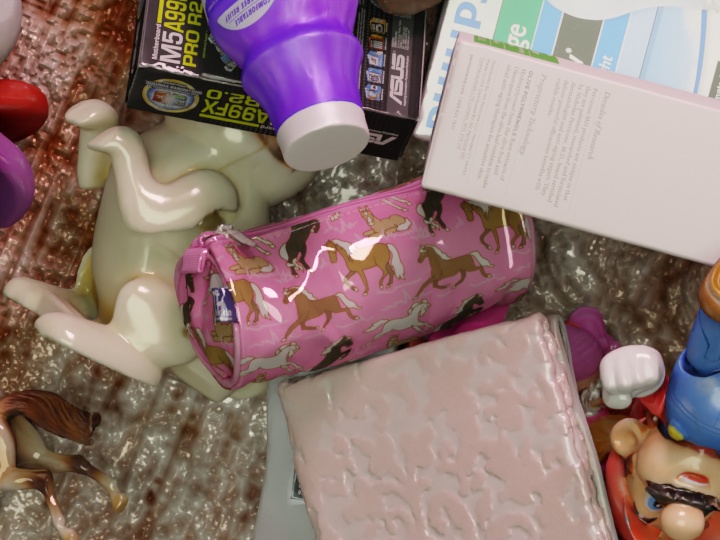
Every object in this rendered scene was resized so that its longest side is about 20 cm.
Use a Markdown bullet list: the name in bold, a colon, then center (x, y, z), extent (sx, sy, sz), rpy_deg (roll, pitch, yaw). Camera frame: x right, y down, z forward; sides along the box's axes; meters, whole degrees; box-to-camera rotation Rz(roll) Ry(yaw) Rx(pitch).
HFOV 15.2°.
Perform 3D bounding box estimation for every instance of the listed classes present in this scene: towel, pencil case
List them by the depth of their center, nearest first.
- **towel**: center (0.053, 0.137, 1.484), extent (0.190, 0.032, 0.201), rpy_deg (-17, 85, 34)
- **pencil case**: center (0.000, 0.000, 1.492), extent (0.199, 0.087, 0.083), rpy_deg (-16, 59, -20)

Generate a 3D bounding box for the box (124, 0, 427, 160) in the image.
- **box**: center (-0.042, -0.169, 1.519), extent (0.159, 0.044, 0.201), rpy_deg (10, 58, -10)

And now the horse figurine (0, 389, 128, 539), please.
- **horse figurine**: center (-0.224, 0.143, 1.598), extent (0.132, 0.050, 0.200), rpy_deg (40, 102, 17)

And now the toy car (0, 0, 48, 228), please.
- **toy car**: center (-0.251, -0.080, 1.544), extent (0.150, 0.175, 0.201), rpy_deg (32, 54, -36)

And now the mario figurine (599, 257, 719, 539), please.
- **mario figurine**: center (0.186, 0.090, 1.402), extent (0.123, 0.106, 0.200), rpy_deg (43, 138, 22)

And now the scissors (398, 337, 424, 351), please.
- **scissors**: center (0.022, 0.115, 1.584), extent (0.014, 0.073, 0.201), rpy_deg (-3, 93, -24)

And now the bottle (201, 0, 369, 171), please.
- **bottle**: center (-0.044, -0.149, 1.431), extent (0.083, 0.065, 0.201), rpy_deg (-32, 61, 31)

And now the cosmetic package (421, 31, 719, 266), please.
- **cosmetic package**: center (0.137, -0.061, 1.429), extent (0.199, 0.108, 0.085), rpy_deg (14, 97, -1)

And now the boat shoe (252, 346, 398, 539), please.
- **boat shoe**: center (-0.017, 0.091, 1.581), extent (0.072, 0.066, 0.201), rpy_deg (9, 99, 7)

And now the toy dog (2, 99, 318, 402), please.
- **toy dog**: center (-0.087, -0.034, 1.549), extent (0.193, 0.140, 0.201), rpy_deg (25, 94, -13)

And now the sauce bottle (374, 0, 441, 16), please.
- **sauce bottle**: center (-0.009, -0.232, 1.500), extent (0.066, 0.066, 0.200), rpy_deg (-34, 60, 3)

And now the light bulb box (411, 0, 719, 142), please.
- **light bulb box**: center (0.146, -0.146, 1.538), extent (0.199, 0.125, 0.199), rpy_deg (14, 94, 1)

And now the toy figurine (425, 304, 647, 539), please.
- **toy figurine**: center (0.121, 0.092, 1.561), extent (0.199, 0.150, 0.185), rpy_deg (-22, 82, -19)
